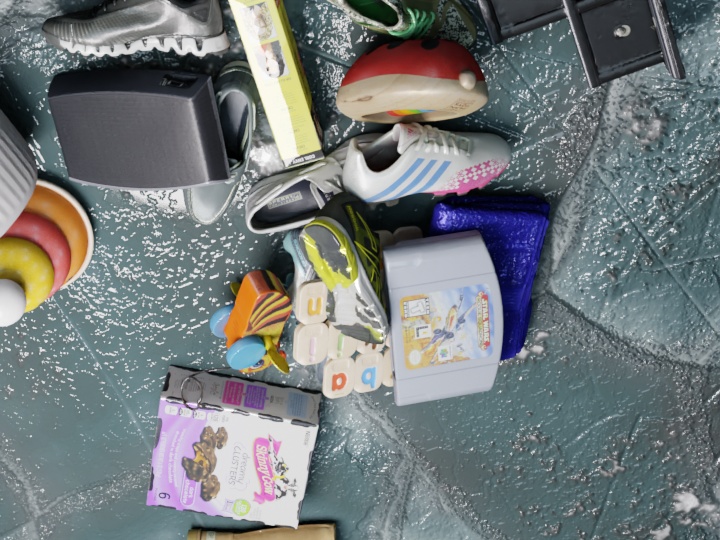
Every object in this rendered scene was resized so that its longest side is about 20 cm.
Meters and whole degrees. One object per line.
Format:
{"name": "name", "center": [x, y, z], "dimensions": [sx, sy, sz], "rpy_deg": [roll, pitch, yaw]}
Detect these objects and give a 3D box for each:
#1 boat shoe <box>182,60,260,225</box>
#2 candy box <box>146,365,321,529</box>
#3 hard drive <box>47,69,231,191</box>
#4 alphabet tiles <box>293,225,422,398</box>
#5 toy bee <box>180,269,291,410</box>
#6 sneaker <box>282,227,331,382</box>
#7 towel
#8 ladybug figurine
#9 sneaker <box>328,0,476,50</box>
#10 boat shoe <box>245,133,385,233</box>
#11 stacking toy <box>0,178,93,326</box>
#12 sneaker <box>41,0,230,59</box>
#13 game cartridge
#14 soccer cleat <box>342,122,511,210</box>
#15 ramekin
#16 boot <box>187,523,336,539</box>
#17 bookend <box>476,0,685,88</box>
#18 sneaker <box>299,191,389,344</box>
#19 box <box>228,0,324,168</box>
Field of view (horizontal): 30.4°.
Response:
{"name": "boat shoe", "center": [-0.157, -0.131, 1.470], "dimensions": [0.072, 0.062, 0.202], "rpy_deg": [16, 119, -10]}
{"name": "candy box", "center": [-0.158, 0.223, 1.662], "dimensions": [0.197, 0.072, 0.170], "rpy_deg": [10, 119, -4]}
{"name": "hard drive", "center": [-0.244, -0.148, 1.441], "dimensions": [0.197, 0.042, 0.137], "rpy_deg": [3, 120, 22]}
{"name": "alphabet tiles", "center": [0.012, 0.047, 1.533], "dimensions": [0.197, 0.015, 0.199], "rpy_deg": [-9, 113, -30]}
{"name": "toy bee", "center": [-0.127, 0.074, 1.564], "dimensions": [0.108, 0.133, 0.199], "rpy_deg": [-2, 158, -41]}
{"name": "sneaker", "center": [-0.052, 0.037, 1.567], "dimensions": [0.085, 0.078, 0.203], "rpy_deg": [5, 113, 12]}
{"name": "towel", "center": [0.141, 0.013, 1.532], "dimensions": [0.145, 0.050, 0.203], "rpy_deg": [-2, 118, -18]}
{"name": "ladybug figurine", "center": [0.054, -0.197, 1.380], "dimensions": [0.134, 0.199, 0.073], "rpy_deg": [2, 89, -38]}
{"name": "sneaker", "center": [0.038, -0.261, 1.370], "dimensions": [0.198, 0.089, 0.077], "rpy_deg": [20, 122, -26]}
{"name": "boat shoe", "center": [-0.038, -0.088, 1.490], "dimensions": [0.198, 0.066, 0.074], "rpy_deg": [-25, 116, 13]}
{"name": "stacking toy", "center": [-0.383, 0.000, 1.468], "dimensions": [0.144, 0.201, 0.148], "rpy_deg": [1, 120, 1]}
{"name": "sneaker", "center": [-0.236, -0.273, 1.394], "dimensions": [0.196, 0.067, 0.092], "rpy_deg": [0, 117, -3]}
{"name": "game cartridge", "center": [0.096, 0.056, 1.503], "dimensions": [0.131, 0.042, 0.203], "rpy_deg": [-7, 118, -3]}
{"name": "soccer cleat", "center": [0.076, -0.125, 1.436], "dimensions": [0.197, 0.070, 0.087], "rpy_deg": [-16, 134, -15]}
{"name": "ramekin", "center": [-0.439, -0.091, 1.426], "dimensions": [0.199, 0.201, 0.105], "rpy_deg": [-31, 124, 17]}
{"name": "boot", "center": [-0.129, 0.418, 1.775], "dimensions": [0.196, 0.066, 0.178], "rpy_deg": [-1, 120, 0]}
{"name": "bookend", "center": [0.209, -0.271, 1.369], "dimensions": [0.197, 0.093, 0.201], "rpy_deg": [-17, 118, 11]}
{"name": "sneaker", "center": [0.000, 0.000, 1.451], "dimensions": [0.074, 0.085, 0.201], "rpy_deg": [12, 142, 28]}
{"name": "box", "center": [-0.088, -0.216, 1.416], "dimensions": [0.049, 0.076, 0.202], "rpy_deg": [-15, 117, 7]}
